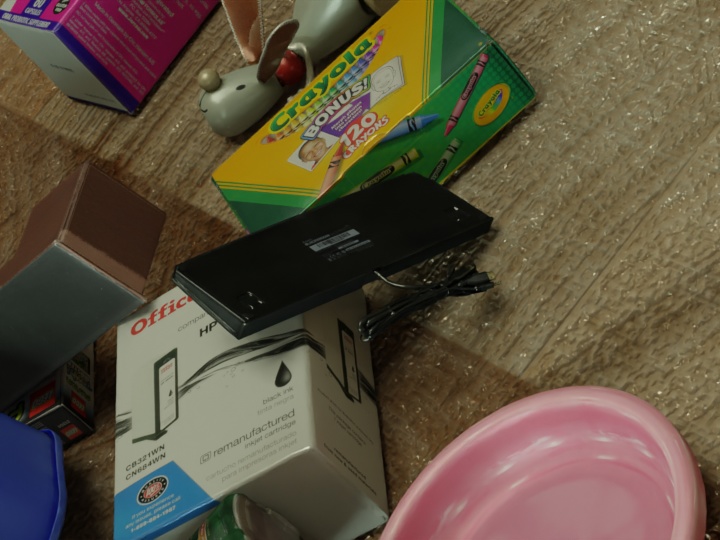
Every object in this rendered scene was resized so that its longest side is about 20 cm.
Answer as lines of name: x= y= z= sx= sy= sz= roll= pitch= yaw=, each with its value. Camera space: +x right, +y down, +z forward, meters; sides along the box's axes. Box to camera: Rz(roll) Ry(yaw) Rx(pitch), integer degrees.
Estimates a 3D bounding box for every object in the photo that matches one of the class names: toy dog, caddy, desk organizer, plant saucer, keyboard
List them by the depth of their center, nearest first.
plant saucer: x=0.095 y=0.155 z=1.186 sx=0.200 sy=0.051 sz=0.201 roll=-25 pitch=40 yaw=24
keyboard: x=0.000 y=0.000 z=1.367 sx=0.200 sy=0.021 sz=0.127 roll=-23 pitch=42 yaw=-34
caddy: x=-0.244 y=0.169 z=1.458 sx=0.142 sy=0.105 sz=0.200 roll=-53 pitch=22 yaw=14
desk organizer: x=-0.215 y=0.017 z=1.505 sx=0.200 sy=0.072 sz=0.077 roll=-35 pitch=30 yaw=40
toy dog: x=-0.043 y=-0.188 z=1.622 sx=0.132 sy=0.096 sz=0.200 roll=19 pitch=69 yaw=52

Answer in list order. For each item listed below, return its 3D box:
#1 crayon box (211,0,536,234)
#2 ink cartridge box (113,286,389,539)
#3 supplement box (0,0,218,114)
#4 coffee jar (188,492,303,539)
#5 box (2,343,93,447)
crayon box: x=0.006 y=-0.087 z=1.503 sx=0.200 sy=0.058 sz=0.119 roll=-43 pitch=33 yaw=4
ink cartridge box: x=-0.070 y=0.087 z=1.385 sx=0.146 sy=0.084 sz=0.200 roll=-30 pitch=38 yaw=19
supplement box: x=-0.173 y=-0.234 z=1.793 sx=0.101 sy=0.103 sz=0.200 roll=17 pitch=65 yaw=52
coffee jar: x=-0.103 y=0.223 z=1.259 sx=0.200 sy=0.085 sz=0.104 roll=-49 pitch=12 yaw=6
box: x=-0.272 y=0.109 z=1.605 sx=0.200 sy=0.035 sz=0.110 roll=-30 pitch=38 yaw=19
